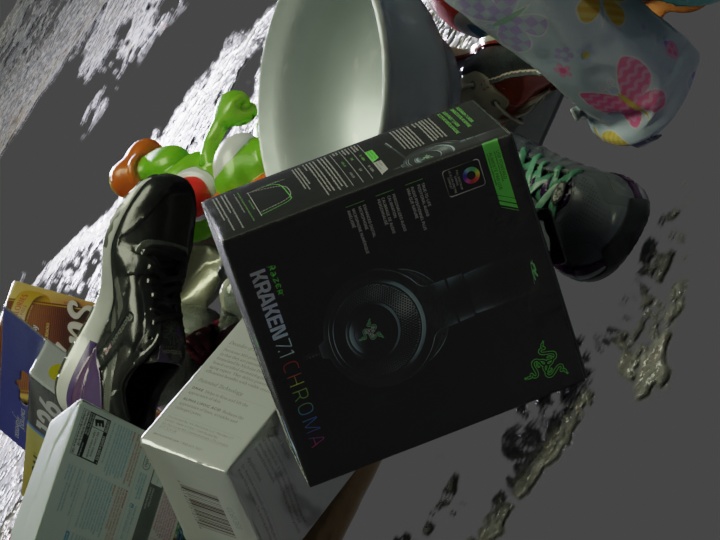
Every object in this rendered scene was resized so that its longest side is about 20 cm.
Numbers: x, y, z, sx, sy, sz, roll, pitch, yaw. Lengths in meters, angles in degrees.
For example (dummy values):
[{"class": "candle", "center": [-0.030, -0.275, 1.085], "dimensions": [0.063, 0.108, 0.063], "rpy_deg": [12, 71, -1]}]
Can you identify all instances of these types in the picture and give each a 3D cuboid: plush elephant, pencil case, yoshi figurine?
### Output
[{"class": "plush elephant", "center": [-0.105, 0.064, 1.763], "dimensions": [0.155, 0.165, 0.200], "rpy_deg": [-14, 18, 16]}, {"class": "pencil case", "center": [0.124, -0.164, 1.464], "dimensions": [0.091, 0.200, 0.083], "rpy_deg": [-22, 37, 51]}, {"class": "yoshi figurine", "center": [-0.095, -0.079, 1.775], "dimensions": [0.200, 0.112, 0.112], "rpy_deg": [-12, 62, 45]}]

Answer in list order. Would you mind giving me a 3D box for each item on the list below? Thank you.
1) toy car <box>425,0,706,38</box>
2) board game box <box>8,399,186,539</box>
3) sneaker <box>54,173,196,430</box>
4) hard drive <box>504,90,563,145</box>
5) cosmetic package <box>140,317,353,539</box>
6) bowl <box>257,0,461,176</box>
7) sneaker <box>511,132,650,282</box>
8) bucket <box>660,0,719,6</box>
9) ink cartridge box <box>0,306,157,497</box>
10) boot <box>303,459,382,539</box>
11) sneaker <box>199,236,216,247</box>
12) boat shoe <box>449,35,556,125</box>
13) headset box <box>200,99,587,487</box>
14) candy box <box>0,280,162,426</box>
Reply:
[{"class": "toy car", "center": [0.153, -0.214, 1.558], "dimensions": [0.200, 0.184, 0.177], "rpy_deg": [37, 91, 40]}, {"class": "board game box", "center": [-0.146, 0.203, 1.633], "dimensions": [0.064, 0.200, 0.148], "rpy_deg": [-34, 33, 53]}, {"class": "sneaker", "center": [-0.150, 0.031, 1.678], "dimensions": [0.088, 0.076, 0.200], "rpy_deg": [28, 103, 45]}, {"class": "hard drive", "center": [0.077, -0.083, 1.719], "dimensions": [0.132, 0.027, 0.200], "rpy_deg": [-65, 19, -11]}, {"class": "cosmetic package", "center": [-0.046, 0.090, 1.538], "dimensions": [0.081, 0.113, 0.200], "rpy_deg": [15, 50, 34]}, {"class": "bowl", "center": [0.009, -0.122, 1.599], "dimensions": [0.201, 0.090, 0.201], "rpy_deg": [-5, 85, 63]}, {"class": "sneaker", "center": [0.115, -0.048, 1.490], "dimensions": [0.074, 0.088, 0.200], "rpy_deg": [-62, 19, 1]}, {"class": "bucket", "center": [0.200, -0.275, 1.426], "dimensions": [0.135, 0.207, 0.207], "rpy_deg": [-53, 21, 40]}, {"class": "ink cartridge box", "center": [-0.223, 0.147, 1.820], "dimensions": [0.047, 0.200, 0.198], "rpy_deg": [-49, -15, -32]}, {"class": "boot", "center": [-0.023, 0.175, 1.568], "dimensions": [0.175, 0.066, 0.200], "rpy_deg": [-5, 51, 51]}, {"class": "sneaker", "center": [-0.050, -0.078, 1.855], "dimensions": [0.200, 0.071, 0.112], "rpy_deg": [-42, -10, 33]}, {"class": "boat shoe", "center": [0.094, -0.128, 1.604], "dimensions": [0.200, 0.071, 0.063], "rpy_deg": [-2, 78, 57]}, {"class": "headset box", "center": [0.027, 0.011, 1.407], "dimensions": [0.200, 0.174, 0.093], "rpy_deg": [-20, 21, -6]}, {"class": "candy box", "center": [-0.219, 0.093, 1.951], "dimensions": [0.056, 0.200, 0.117], "rpy_deg": [110, 173, -53]}]
